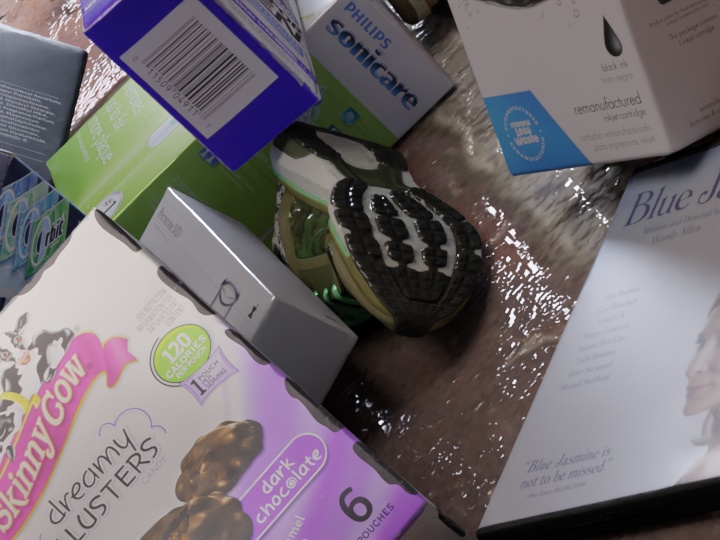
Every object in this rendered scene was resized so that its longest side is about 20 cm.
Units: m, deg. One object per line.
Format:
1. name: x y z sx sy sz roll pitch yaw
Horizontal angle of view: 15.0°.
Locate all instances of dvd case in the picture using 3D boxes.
1. dvd case: 0.131 0.019 1.079 0.143 0.018 0.200 -19 36 48

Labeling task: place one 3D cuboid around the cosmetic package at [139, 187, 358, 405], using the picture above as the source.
1. cosmetic package: -0.084 0.058 1.291 0.151 0.052 0.200 -60 23 5

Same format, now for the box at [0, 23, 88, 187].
1. box: -0.238 -0.035 1.596 0.200 0.107 0.149 -86 15 -54

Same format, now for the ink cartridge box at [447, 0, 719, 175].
1. ink cartridge box: 0.087 -0.148 1.178 0.068 0.200 0.116 -27 11 -33

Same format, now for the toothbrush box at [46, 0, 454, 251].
1. toothbrush box: -0.063 -0.078 1.468 0.200 0.086 0.146 -43 25 6

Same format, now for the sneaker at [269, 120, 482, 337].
1. sneaker: 0.000 0.000 1.296 0.200 0.077 0.089 -121 44 -64

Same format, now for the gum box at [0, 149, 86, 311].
1. gum box: -0.190 0.051 1.298 0.170 0.045 0.200 53 -128 -77

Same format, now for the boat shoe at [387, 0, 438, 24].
1. boat shoe: 0.033 -0.203 1.530 0.076 0.072 0.200 -29 27 10

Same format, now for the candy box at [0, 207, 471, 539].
1. candy box: -0.087 0.102 1.110 0.200 0.072 0.168 40 87 24

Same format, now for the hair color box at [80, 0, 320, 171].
1. hair color box: -0.086 -0.146 1.376 0.065 0.109 0.200 -40 28 13
